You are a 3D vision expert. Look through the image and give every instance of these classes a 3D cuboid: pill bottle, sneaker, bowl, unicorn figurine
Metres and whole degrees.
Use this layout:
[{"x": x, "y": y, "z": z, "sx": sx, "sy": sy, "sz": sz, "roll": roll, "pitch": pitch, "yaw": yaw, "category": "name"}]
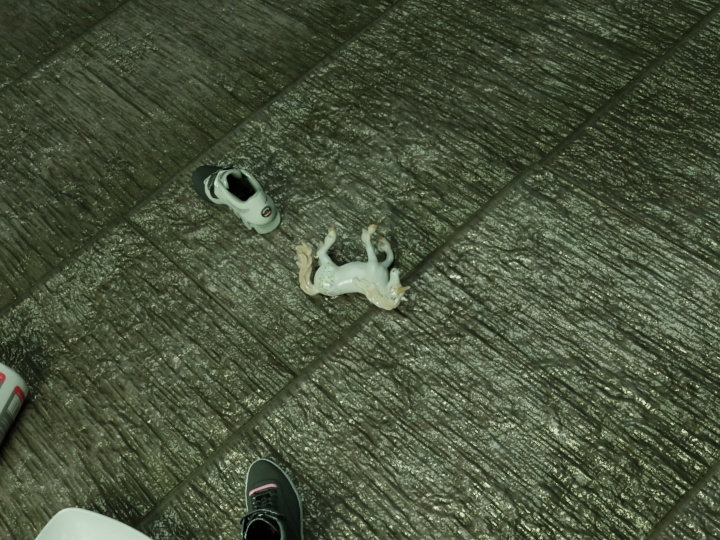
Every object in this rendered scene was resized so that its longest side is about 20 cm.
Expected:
[{"x": -0.564, "y": 0.230, "z": 1.507, "sx": 0.109, "sy": 0.111, "sz": 0.201, "roll": 5, "pitch": 53, "yaw": 21, "category": "pill bottle"}, {"x": -0.114, "y": 0.301, "z": 1.318, "sx": 0.070, "sy": 0.100, "sz": 0.201, "roll": -20, "pitch": 47, "yaw": 2, "category": "sneaker"}, {"x": -0.337, "y": 0.412, "z": 1.312, "sx": 0.198, "sy": 0.075, "sz": 0.201, "roll": 15, "pitch": 57, "yaw": 28, "category": "bowl"}, {"x": 0.000, "y": 0.000, "z": 1.558, "sx": 0.198, "sy": 0.074, "sz": 0.139, "roll": -13, "pitch": 57, "yaw": 25, "category": "unicorn figurine"}, {"x": -0.209, "y": -0.141, "z": 1.719, "sx": 0.199, "sy": 0.089, "sz": 0.074, "roll": 29, "pitch": 66, "yaw": 35, "category": "sneaker"}]
